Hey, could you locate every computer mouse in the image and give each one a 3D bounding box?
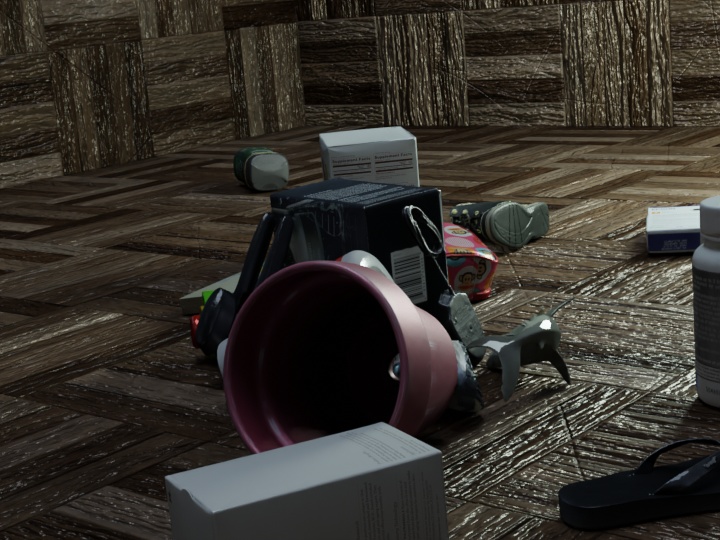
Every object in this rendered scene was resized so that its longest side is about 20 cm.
[{"bbox_3d":[0.090,0.019,1.534,0.034,0.202,0.058,-20,6,37],"label":"computer mouse"}]

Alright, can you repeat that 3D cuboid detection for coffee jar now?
[{"bbox_3d":[-0.228,-0.234,3.072,0.103,0.086,0.200,-5,11,-14],"label":"coffee jar"}]

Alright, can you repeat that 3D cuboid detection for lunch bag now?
[{"bbox_3d":[0.075,-0.021,1.866,0.198,0.083,0.176,-1,25,-27],"label":"lunch bag"}]

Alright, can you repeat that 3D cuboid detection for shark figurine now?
[{"bbox_3d":[0.192,0.089,1.421,0.127,0.090,0.214,-30,-7,6],"label":"shark figurine"}]

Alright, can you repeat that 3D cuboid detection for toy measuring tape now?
[{"bbox_3d":[-0.169,0.096,1.633,0.073,0.074,0.201,-8,35,-12],"label":"toy measuring tape"}]

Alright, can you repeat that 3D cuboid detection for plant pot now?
[{"bbox_3d":[-0.001,0.096,1.259,0.198,0.203,0.178,2,-2,30],"label":"plant pot"}]

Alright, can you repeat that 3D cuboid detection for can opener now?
[{"bbox_3d":[-0.125,0.020,1.570,0.063,0.201,0.079,17,-23,22],"label":"can opener"}]

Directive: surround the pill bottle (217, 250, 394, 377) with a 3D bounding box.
[{"bbox_3d":[-0.054,0.068,1.439,0.199,0.113,0.112,-29,4,20],"label":"pill bottle"}]

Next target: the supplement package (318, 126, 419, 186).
[{"bbox_3d":[0.016,-0.120,2.173,0.145,0.203,0.191,-6,12,-5],"label":"supplement package"}]

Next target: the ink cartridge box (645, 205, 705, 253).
[{"bbox_3d":[0.546,-0.066,2.082,0.197,0.041,0.200,-2,12,14],"label":"ink cartridge box"}]

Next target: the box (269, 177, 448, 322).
[{"bbox_3d":[0.000,0.000,1.622,0.123,0.203,0.196,-15,15,-34],"label":"box"}]

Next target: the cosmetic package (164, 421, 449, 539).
[{"bbox_3d":[-0.042,0.188,1.049,0.198,0.086,0.107,-11,13,-24],"label":"cosmetic package"}]

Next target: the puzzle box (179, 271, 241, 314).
[{"bbox_3d":[-0.151,0.019,1.948,0.132,0.026,0.199,-8,11,39],"label":"puzzle box"}]

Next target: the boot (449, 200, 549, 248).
[{"bbox_3d":[0.208,-0.077,2.203,0.152,0.074,0.203,0,7,34],"label":"boot"}]

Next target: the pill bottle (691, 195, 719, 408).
[{"bbox_3d":[0.389,0.029,1.327,0.112,0.203,0.114,-5,12,1],"label":"pill bottle"}]

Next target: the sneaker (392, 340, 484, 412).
[{"bbox_3d":[0.062,0.119,1.398,0.086,0.078,0.200,-22,10,-17],"label":"sneaker"}]

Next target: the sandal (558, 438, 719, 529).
[{"bbox_3d":[0.259,0.171,1.103,0.198,0.043,0.076,-10,13,-19],"label":"sandal"}]
